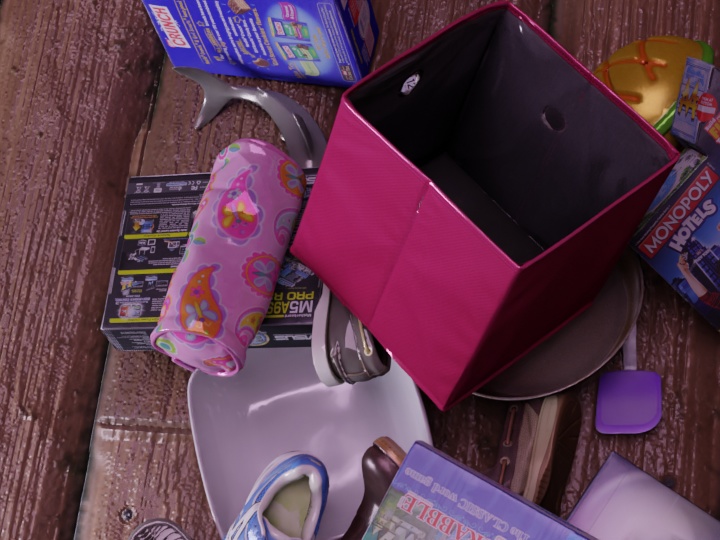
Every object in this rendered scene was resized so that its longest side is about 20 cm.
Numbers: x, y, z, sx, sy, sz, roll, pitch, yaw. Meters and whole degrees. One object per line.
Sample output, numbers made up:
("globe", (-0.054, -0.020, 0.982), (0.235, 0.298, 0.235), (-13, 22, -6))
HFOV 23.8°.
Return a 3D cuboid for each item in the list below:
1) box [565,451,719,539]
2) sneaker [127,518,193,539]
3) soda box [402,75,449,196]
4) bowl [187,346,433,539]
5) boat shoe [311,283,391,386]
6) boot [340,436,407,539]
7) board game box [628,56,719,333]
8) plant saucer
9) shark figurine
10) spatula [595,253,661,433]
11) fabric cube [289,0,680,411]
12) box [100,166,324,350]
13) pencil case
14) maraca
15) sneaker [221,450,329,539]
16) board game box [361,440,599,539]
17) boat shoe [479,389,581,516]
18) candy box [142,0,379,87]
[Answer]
("box", (0.221, 0.283, 1.332), (0.198, 0.123, 0.200), (32, 78, 13))
("sneaker", (-0.126, 0.296, 1.439), (0.075, 0.106, 0.201), (-28, 85, -3))
("soda box", (0.051, -0.074, 1.536), (0.063, 0.068, 0.201), (-20, 57, 10))
("bowl", (-0.037, 0.148, 1.478), (0.199, 0.075, 0.200), (-19, 64, 5))
("boat shoe", (0.001, 0.001, 1.456), (0.060, 0.072, 0.203), (-7, 63, 23))
("boot", (-0.011, 0.244, 1.339), (0.166, 0.201, 0.072), (-27, 32, -20))
("board game box", (0.315, -0.072, 1.441), (0.200, 0.062, 0.200), (42, 93, -17))
("plant saucer", (0.151, 0.034, 1.486), (0.199, 0.032, 0.201), (-12, 51, 15))
("shark figurine", (-0.073, -0.133, 1.596), (0.128, 0.090, 0.215), (-35, 68, -5))
("spatula", (0.235, 0.049, 1.492), (0.056, 0.021, 0.201), (-1, 68, 13))
("fabric cube", (0.092, -0.053, 1.351), (0.196, 0.200, 0.200), (-34, 70, -32))
("box", (-0.119, -0.010, 1.514), (0.199, 0.044, 0.161), (-3, 61, 14))
("pencil case", (-0.109, -0.012, 1.440), (0.087, 0.088, 0.201), (9, 63, 15))
("maraca", (0.236, -0.128, 1.512), (0.107, 0.137, 0.200), (43, 87, -14))
("sneaker", (-0.086, 0.231, 1.361), (0.075, 0.077, 0.201), (26, 76, -3))
("board game box", (0.081, 0.260, 1.264), (0.199, 0.041, 0.200), (27, 90, 12))
("boat shoe", (0.126, 0.191, 1.438), (0.072, 0.072, 0.201), (7, 70, 30))
("candy box", (-0.097, -0.252, 1.601), (0.199, 0.169, 0.077), (7, 66, 14))
